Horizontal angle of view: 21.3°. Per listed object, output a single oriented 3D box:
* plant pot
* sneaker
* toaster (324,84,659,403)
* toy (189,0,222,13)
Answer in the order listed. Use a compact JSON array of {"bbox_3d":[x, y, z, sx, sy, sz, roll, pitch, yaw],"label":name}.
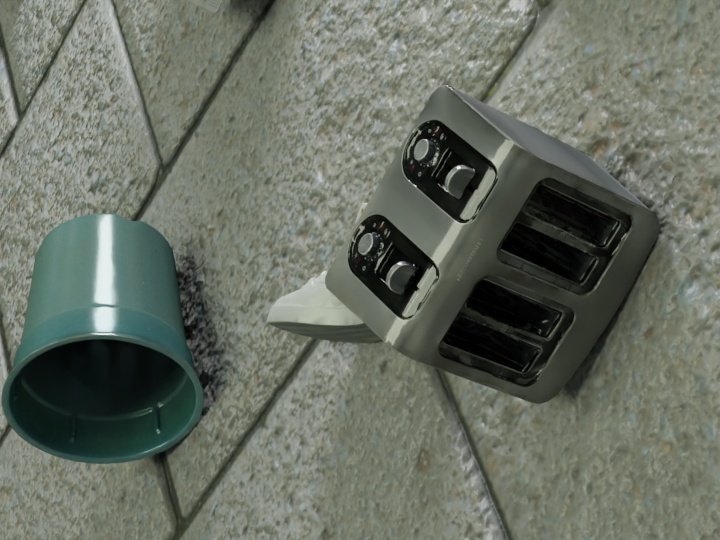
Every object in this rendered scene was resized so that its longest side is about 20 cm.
[{"bbox_3d":[-0.263,0.059,1.969,0.200,0.200,0.196,-48,33,37],"label":"plant pot"},{"bbox_3d":[0.000,0.000,1.683,0.200,0.074,0.116,-6,71,46],"label":"sneaker"},{"bbox_3d":[0.102,-0.013,1.425,0.181,0.200,0.119,-58,38,13],"label":"toaster"},{"bbox_3d":[-0.108,-0.359,2.008,0.200,0.047,0.115,-66,24,6],"label":"toy"}]
